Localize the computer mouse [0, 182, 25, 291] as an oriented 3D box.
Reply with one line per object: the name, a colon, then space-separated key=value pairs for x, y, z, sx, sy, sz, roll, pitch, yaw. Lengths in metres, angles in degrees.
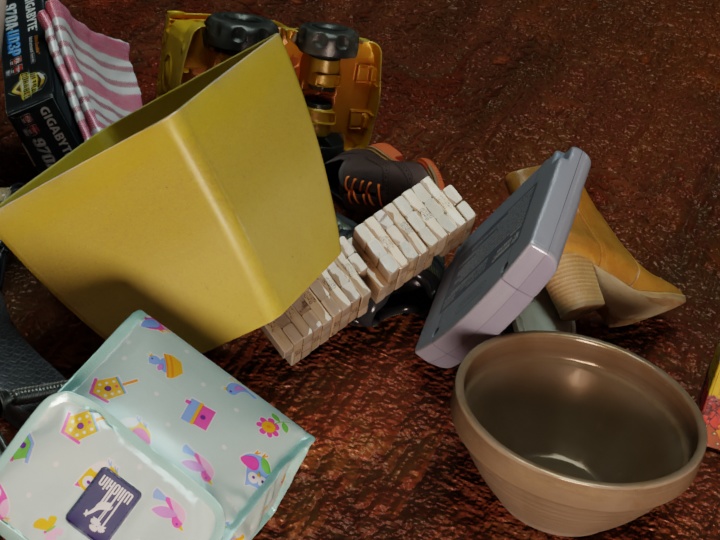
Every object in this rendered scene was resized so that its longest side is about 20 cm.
computer mouse: x=-0.221 y=-0.004 z=1.824 sx=0.199 sy=0.044 sz=0.110 roll=14 pitch=58 yaw=-9

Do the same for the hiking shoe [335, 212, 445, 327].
hiking shoe: x=-0.014 y=0.001 z=1.872 sx=0.199 sy=0.076 sz=0.101 roll=4 pitch=30 yaw=-16

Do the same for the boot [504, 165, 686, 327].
boot: x=0.206 y=-0.028 z=1.911 sx=0.201 sy=0.071 sz=0.145 roll=4 pitch=63 yaw=-53

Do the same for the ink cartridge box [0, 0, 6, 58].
ink cartridge box: x=-0.399 y=-0.186 z=1.901 sx=0.145 sy=0.201 sz=0.145 roll=-2 pitch=35 yaw=-23

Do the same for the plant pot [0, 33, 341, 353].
plant pot: x=-0.131 y=-0.040 z=1.694 sx=0.177 sy=0.199 sz=0.200 roll=59 pitch=31 yaw=-11

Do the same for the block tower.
block tower: x=0.000 y=0.000 z=1.813 sx=0.200 sy=0.058 sz=0.054 roll=-35 pitch=75 yaw=-16

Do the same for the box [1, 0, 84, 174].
box: x=-0.261 y=-0.132 z=1.912 sx=0.046 sy=0.159 sz=0.200 roll=-22 pitch=35 yaw=4

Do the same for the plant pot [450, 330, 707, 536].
plant pot: x=0.161 y=0.140 z=1.704 sx=0.200 sy=0.093 sz=0.201 roll=10 pitch=33 yaw=-7

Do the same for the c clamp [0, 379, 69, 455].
c clamp: x=-0.212 y=0.109 z=1.652 sx=0.199 sy=0.027 sz=0.171 roll=-14 pitch=60 yaw=-42

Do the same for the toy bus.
toy bus: x=-0.101 y=-0.187 z=2.101 sx=0.199 sy=0.136 sz=0.192 roll=2 pitch=18 yaw=-22

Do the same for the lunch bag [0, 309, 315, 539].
lunch bag: x=-0.156 y=0.151 z=1.538 sx=0.170 sy=0.122 sz=0.200 roll=37 pitch=44 yaw=8

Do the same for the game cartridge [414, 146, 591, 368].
game cartridge: x=0.114 y=-0.003 z=1.780 sx=0.040 sy=0.200 sz=0.134 roll=33 pitch=52 yaw=-8

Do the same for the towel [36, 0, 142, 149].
towel: x=-0.209 y=-0.129 z=1.890 sx=0.201 sy=0.030 sz=0.146 roll=67 pitch=13 yaw=16

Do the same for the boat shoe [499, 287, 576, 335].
boat shoe: x=0.133 y=0.026 z=1.891 sx=0.075 sy=0.062 sz=0.200 roll=25 pitch=33 yaw=-30

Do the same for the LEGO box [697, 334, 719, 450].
LEGO box: x=0.391 y=0.091 z=1.811 sx=0.199 sy=0.149 sz=0.077 roll=15 pitch=32 yaw=3

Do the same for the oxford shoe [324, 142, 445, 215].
oxford shoe: x=0.021 y=-0.067 z=1.975 sx=0.072 sy=0.072 sz=0.200 roll=-8 pitch=14 yaw=-20

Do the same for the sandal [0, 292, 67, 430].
sandal: x=-0.299 y=0.061 z=1.712 sx=0.076 sy=0.043 sz=0.200 roll=-16 pitch=54 yaw=-38
